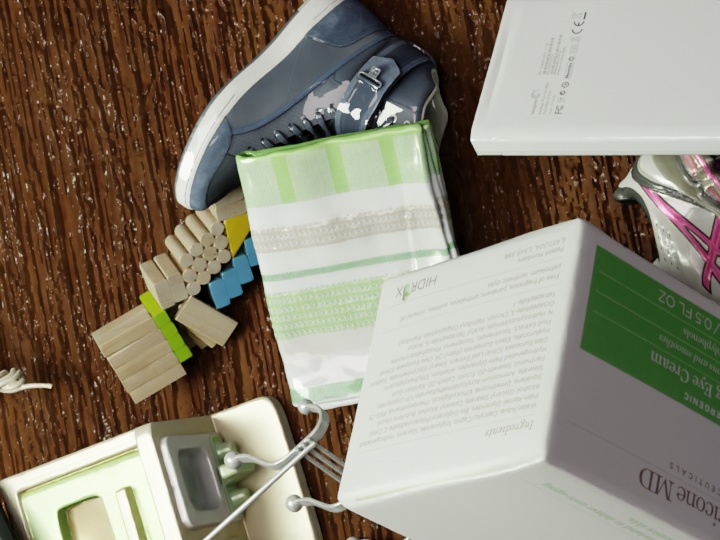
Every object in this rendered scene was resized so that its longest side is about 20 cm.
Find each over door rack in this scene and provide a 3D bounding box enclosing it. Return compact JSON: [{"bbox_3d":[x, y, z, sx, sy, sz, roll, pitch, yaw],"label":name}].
[{"bbox_3d":[-0.055,0.201,1.653,0.200,0.148,0.067,-49,34,2],"label":"over door rack"}]

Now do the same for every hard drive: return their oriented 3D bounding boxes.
[{"bbox_3d":[0.185,-0.138,1.589,0.200,0.026,0.132,1,57,24],"label":"hard drive"}]

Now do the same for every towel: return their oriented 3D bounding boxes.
[{"bbox_3d":[0.000,0.000,1.649,0.149,0.031,0.200,-11,107,10],"label":"towel"}]

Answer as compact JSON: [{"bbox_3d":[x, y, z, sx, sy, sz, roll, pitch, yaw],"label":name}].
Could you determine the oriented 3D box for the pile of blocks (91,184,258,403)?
[{"bbox_3d":[-0.128,0.006,1.755,0.200,0.082,0.062,-53,27,5],"label":"pile of blocks"}]

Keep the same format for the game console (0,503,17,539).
[{"bbox_3d":[-0.317,0.285,1.738,0.176,0.116,0.200,61,148,21],"label":"game console"}]

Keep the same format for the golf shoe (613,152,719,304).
[{"bbox_3d":[0.250,-0.002,1.571,0.092,0.073,0.200,-38,65,24],"label":"golf shoe"}]

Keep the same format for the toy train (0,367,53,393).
[{"bbox_3d":[-0.325,0.049,1.830,0.200,0.085,0.116,-8,73,24],"label":"toy train"}]

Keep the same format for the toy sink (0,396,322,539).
[{"bbox_3d":[-0.151,0.185,1.724,0.200,0.112,0.130,-21,81,23],"label":"toy sink"}]

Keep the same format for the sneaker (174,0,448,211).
[{"bbox_3d":[-0.028,-0.096,1.671,0.146,0.077,0.202,38,84,18],"label":"sneaker"}]

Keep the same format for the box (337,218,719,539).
[{"bbox_3d":[0.131,0.098,1.493,0.200,0.199,0.171,-18,52,48],"label":"box"}]
